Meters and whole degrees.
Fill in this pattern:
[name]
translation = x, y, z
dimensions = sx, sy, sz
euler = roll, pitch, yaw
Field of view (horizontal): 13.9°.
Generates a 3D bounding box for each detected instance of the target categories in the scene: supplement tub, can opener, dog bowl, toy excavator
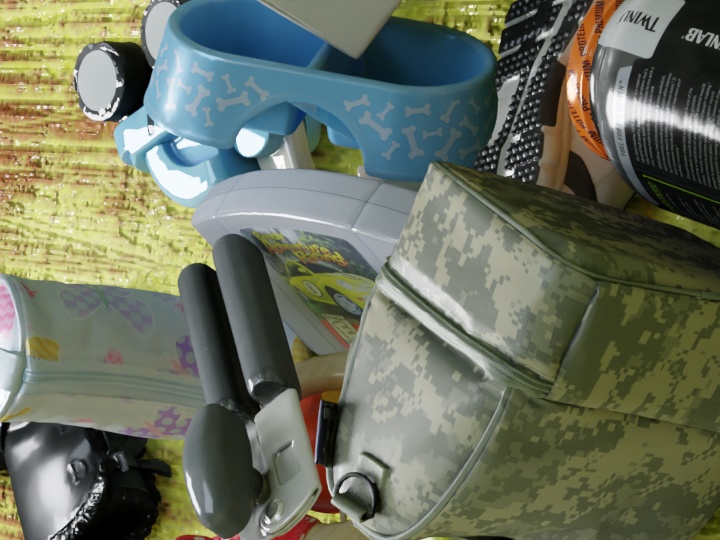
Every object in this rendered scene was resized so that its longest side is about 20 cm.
[supplement tub]
translation = 0.193, -0.073, 1.355
dimensions = 0.200, 0.122, 0.123
euler = 24, 99, 49
[can opener]
translation = -0.061, 0.056, 1.496
dimensions = 0.053, 0.066, 0.201
euler = -36, 38, 19
[dog bowl]
translation = -0.016, -0.101, 1.568
dimensions = 0.199, 0.112, 0.050
euler = 12, 118, 11
[toy excavator]
translation = -0.052, -0.068, 1.688
dimensions = 0.194, 0.100, 0.201
euler = -31, 72, 41

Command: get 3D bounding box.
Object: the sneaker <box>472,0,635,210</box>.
[sneaker]
translation = 0.112, -0.083, 1.505
dimensions = 0.074, 0.080, 0.201
euler = -14, 53, 54

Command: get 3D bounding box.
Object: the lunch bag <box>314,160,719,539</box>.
[lunch bag]
translation = 0.090, 0.057, 1.385
dimensions = 0.139, 0.199, 0.169
euler = 34, 106, 47

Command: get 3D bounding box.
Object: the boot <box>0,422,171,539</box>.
[boot]
translation = -0.202, 0.126, 1.825
dimensions = 0.198, 0.073, 0.163
euler = -45, 53, 33

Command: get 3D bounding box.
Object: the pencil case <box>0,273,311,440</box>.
[pencil case]
translation = -0.123, 0.055, 1.647
dimensions = 0.083, 0.199, 0.091
euler = -65, 34, 25

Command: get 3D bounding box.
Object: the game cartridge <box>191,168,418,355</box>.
[game cartridge]
translation = 0.000, 0.000, 1.563
dimensions = 0.199, 0.133, 0.041
euler = 5, 51, 51

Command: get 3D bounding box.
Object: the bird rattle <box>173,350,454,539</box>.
[bird rattle]
translation = -0.014, 0.120, 1.527
dimensions = 0.199, 0.113, 0.164
euler = -21, 50, 15

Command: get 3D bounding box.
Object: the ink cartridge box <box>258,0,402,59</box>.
[ink cartridge box]
translation = 0.014, -0.231, 1.548
dimensions = 0.200, 0.084, 0.145
euler = -50, 23, 18
